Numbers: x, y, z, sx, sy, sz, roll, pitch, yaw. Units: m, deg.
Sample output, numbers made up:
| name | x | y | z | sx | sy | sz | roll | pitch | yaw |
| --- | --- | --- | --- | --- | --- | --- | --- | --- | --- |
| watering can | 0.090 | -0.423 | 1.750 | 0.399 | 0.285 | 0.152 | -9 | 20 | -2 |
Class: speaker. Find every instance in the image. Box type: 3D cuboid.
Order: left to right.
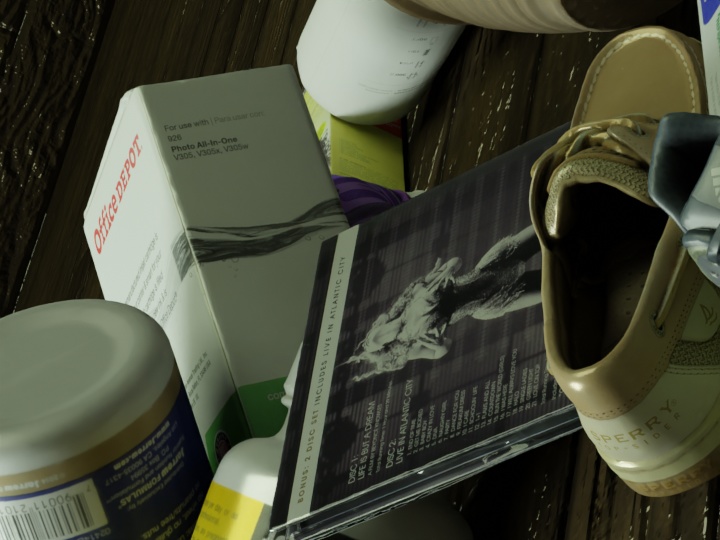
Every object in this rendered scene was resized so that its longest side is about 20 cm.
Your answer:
| name | x | y | z | sx | sy | sz | roll | pitch | yaw |
| --- | --- | --- | --- | --- | --- | --- | --- | --- | --- |
| speaker | 0.023 | -0.150 | 1.282 | 0.200 | 0.081 | 0.082 | 122 | 166 | -66 |

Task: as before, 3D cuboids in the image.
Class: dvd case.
| name | x | y | z | sx | sy | sz | roll | pitch | yaw |
| --- | --- | --- | --- | --- | --- | --- | --- | --- | --- |
| dvd case | 0.056 | 0.009 | 0.871 | 0.199 | 0.016 | 0.149 | -25 | 37 | 31 |

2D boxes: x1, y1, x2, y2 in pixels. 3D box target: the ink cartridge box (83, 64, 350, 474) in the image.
| name | x | y | z | sx | sy | sz | roll | pitch | yaw |
| --- | --- | --- | --- | --- | --- | --- | --- | --- | --- |
| ink cartridge box | -0.054 | 0.026 | 1.120 | 0.146 | 0.084 | 0.201 | 123 | 132 | -60 |

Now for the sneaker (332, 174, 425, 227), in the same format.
| name | x | y | z | sx | sy | sz | roll | pitch | yaw |
| --- | --- | --- | --- | --- | --- | --- | --- | --- | --- |
| sneaker | 0.000 | 0.000 | 1.170 | 0.200 | 0.083 | 0.081 | -123 | 56 | -74 |

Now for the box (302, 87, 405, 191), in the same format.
| name | x | y | z | sx | sy | sz | roll | pitch | yaw |
| --- | --- | --- | --- | --- | --- | --- | --- | --- | --- |
| box | -0.010 | -0.059 | 1.391 | 0.200 | 0.050 | 0.075 | -91 | 25 | -62 |

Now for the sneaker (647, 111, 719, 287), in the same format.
| name | x | y | z | sx | sy | sz | roll | pitch | yaw |
| --- | --- | --- | --- | --- | --- | --- | --- | --- | --- |
| sneaker | 0.128 | -0.004 | 0.632 | 0.200 | 0.081 | 0.074 | -151 | 83 | -78 |

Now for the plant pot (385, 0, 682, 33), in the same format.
| name | x | y | z | sx | sy | sz | roll | pitch | yaw |
| --- | --- | --- | --- | --- | --- | --- | --- | --- | --- |
| plant pot | 0.091 | -0.158 | 0.924 | 0.093 | 0.200 | 0.201 | 52 | 129 | 31 |

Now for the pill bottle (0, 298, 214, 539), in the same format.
| name | x | y | z | sx | sy | sz | roll | pitch | yaw |
| --- | --- | --- | --- | --- | --- | --- | --- | --- | --- |
| pill bottle | -0.111 | 0.123 | 1.032 | 0.116 | 0.115 | 0.201 | -91 | -12 | -61 |

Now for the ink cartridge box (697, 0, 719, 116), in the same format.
| name | x | y | z | sx | sy | sz | roll | pitch | yaw |
| --- | --- | --- | --- | --- | --- | --- | --- | --- | --- |
| ink cartridge box | 0.172 | -0.141 | 0.770 | 0.200 | 0.047 | 0.198 | -58 | 13 | 33 |

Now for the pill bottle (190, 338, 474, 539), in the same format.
| name | x | y | z | sx | sy | sz | roll | pitch | yaw |
| --- | --- | --- | --- | --- | --- | --- | --- | --- | --- |
| pill bottle | -0.020 | 0.134 | 0.963 | 0.111 | 0.111 | 0.201 | 178 | 113 | -77 |

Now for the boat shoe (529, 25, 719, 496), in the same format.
| name | x | y | z | sx | sy | sz | roll | pitch | yaw |
| --- | --- | --- | --- | --- | --- | --- | --- | --- | --- |
| boat shoe | 0.091 | -0.021 | 0.784 | 0.071 | 0.065 | 0.201 | -29 | 35 | 25 |
